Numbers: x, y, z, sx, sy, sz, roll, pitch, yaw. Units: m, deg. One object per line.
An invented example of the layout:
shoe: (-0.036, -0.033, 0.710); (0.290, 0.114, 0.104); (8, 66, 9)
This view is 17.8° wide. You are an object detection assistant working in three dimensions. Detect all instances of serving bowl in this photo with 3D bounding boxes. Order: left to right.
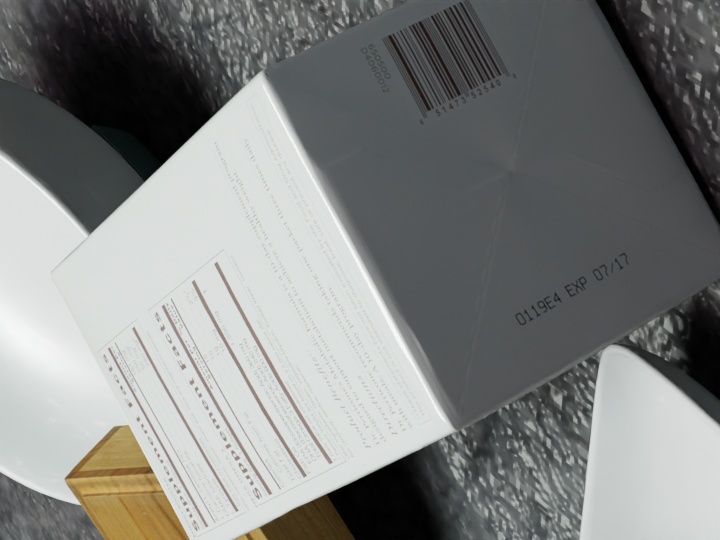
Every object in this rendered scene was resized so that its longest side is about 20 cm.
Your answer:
serving bowl: (-0.132, -0.002, 0.914); (0.199, 0.066, 0.201); (25, 140, 23)

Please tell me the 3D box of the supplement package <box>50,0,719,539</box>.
supplement package: (0.000, 0.000, 0.708); (0.110, 0.113, 0.200); (61, 150, 3)

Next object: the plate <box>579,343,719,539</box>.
plate: (0.138, 0.140, 0.674); (0.200, 0.032, 0.201); (40, 144, 37)

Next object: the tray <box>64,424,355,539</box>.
tray: (-0.023, 0.146, 0.871); (0.098, 0.037, 0.201); (-8, 119, 48)

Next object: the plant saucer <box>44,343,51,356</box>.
plant saucer: (-0.180, -0.044, 1.040); (0.201, 0.019, 0.070); (61, 164, 8)

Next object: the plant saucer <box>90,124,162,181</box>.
plant saucer: (-0.090, 0.030, 0.980); (0.070, 0.019, 0.201); (43, 145, 33)
